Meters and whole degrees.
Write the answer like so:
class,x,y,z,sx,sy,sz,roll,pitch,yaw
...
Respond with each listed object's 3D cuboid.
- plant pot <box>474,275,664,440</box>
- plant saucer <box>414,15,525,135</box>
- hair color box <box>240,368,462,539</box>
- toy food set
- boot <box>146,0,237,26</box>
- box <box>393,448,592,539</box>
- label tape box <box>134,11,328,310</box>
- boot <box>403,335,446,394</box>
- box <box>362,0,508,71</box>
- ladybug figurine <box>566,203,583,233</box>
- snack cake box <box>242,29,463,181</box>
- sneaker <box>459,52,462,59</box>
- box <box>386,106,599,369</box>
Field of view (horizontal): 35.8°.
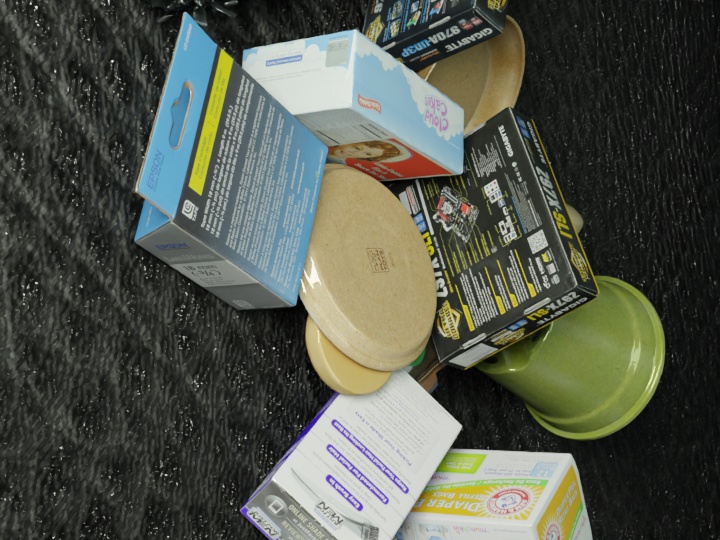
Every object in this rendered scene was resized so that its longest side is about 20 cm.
class,x,y,z,sx,sy,sz,roll,pitch,yaw
plant pot,0.214,0.075,1.271,0.184,0.199,0.202,26,65,-43
plant saucer,0.099,-0.177,1.163,0.200,0.035,0.201,-37,145,-32
hair color box,-0.002,0.167,0.954,0.109,0.065,0.200,43,38,0
toy food set,0.000,0.000,0.989,0.198,0.048,0.201,-29,93,-54
boot,-0.117,-0.290,0.850,0.162,0.073,0.200,-27,111,-53
box,0.096,0.236,1.022,0.112,0.199,0.102,-44,123,-52
label tape box,-0.111,-0.074,0.839,0.200,0.063,0.145,40,54,-51
boot,0.065,0.045,1.113,0.200,0.074,0.098,-49,131,-47
box,0.080,-0.297,1.086,0.046,0.158,0.201,29,61,-36
ladybug figurine,0.183,-0.056,1.274,0.200,0.135,0.072,-6,115,-71
snack cake box,-0.002,-0.137,0.978,0.200,0.114,0.068,21,69,-57
sneaker,0.107,-0.304,1.224,0.114,0.072,0.202,16,74,-61
box,0.121,-0.031,1.066,0.049,0.159,0.201,16,49,-48
